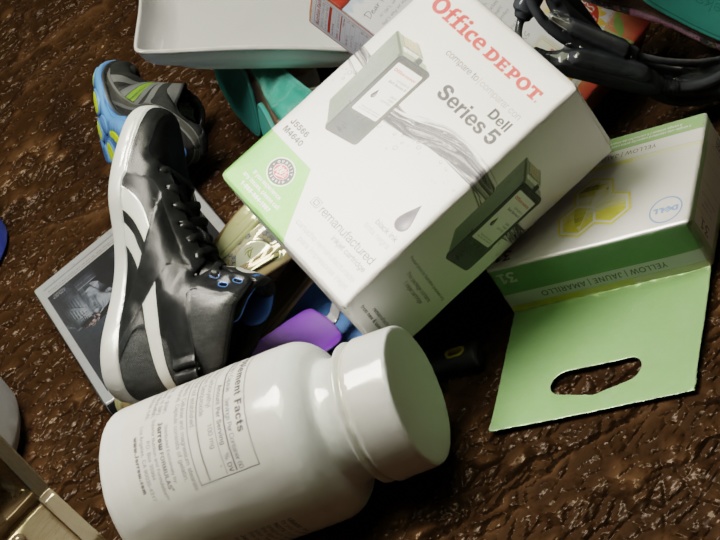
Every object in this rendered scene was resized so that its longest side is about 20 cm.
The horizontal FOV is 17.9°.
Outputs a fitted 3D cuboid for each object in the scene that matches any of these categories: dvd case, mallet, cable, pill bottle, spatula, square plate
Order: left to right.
[{"bbox_3d":[-0.155,0.016,1.695,0.150,0.025,0.200,-39,33,-3],"label":"dvd case"},{"bbox_3d":[-0.078,-0.200,1.795,0.196,0.029,0.200,-1,27,-4],"label":"square plate"},{"bbox_3d":[-0.051,0.108,1.409,0.199,0.115,0.115,-22,36,21],"label":"pill bottle"},{"bbox_3d":[-0.012,0.070,1.496,0.199,0.041,0.066,-19,35,16],"label":"mallet"},{"bbox_3d":[0.000,0.000,1.514,0.200,0.021,0.056,-48,37,-3],"label":"spatula"},{"bbox_3d":[0.202,-0.193,1.485,0.051,0.198,0.165,-162,83,-84],"label":"cable"}]

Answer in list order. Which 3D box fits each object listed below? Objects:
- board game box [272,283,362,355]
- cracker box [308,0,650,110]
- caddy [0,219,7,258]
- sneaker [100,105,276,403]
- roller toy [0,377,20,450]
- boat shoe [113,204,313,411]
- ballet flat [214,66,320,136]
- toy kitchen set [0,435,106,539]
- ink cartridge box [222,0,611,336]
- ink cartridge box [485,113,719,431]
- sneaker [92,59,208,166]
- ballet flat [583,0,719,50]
[{"bbox_3d":[0.002,-0.026,1.582,0.158,0.039,0.201,-36,49,17],"label":"board game box"},{"bbox_3d":[0.081,-0.172,1.575,0.200,0.058,0.134,38,72,10],"label":"cracker box"},{"bbox_3d":[-0.381,-0.012,1.857,0.140,0.105,0.201,-7,44,36],"label":"caddy"},{"bbox_3d":[-0.105,-0.013,1.501,0.111,0.073,0.202,-4,76,25],"label":"sneaker"},{"bbox_3d":[-0.354,0.113,1.653,0.199,0.140,0.183,-26,34,16],"label":"roller toy"},{"bbox_3d":[-0.094,0.035,1.550,0.201,0.073,0.063,-54,47,13],"label":"boat shoe"},{"bbox_3d":[-0.056,-0.129,1.759,0.070,0.068,0.200,-16,31,-13],"label":"ballet flat"},{"bbox_3d":[-0.225,0.205,1.388,0.163,0.181,0.200,-47,33,-13],"label":"toy kitchen set"},{"bbox_3d":[0.036,-0.069,1.452,0.200,0.084,0.146,-43,55,-2],"label":"ink cartridge box"},{"bbox_3d":[0.149,0.000,1.422,0.145,0.048,0.201,-14,38,30],"label":"ink cartridge box"},{"bbox_3d":[-0.169,-0.120,1.846,0.082,0.071,0.200,-12,24,-14],"label":"sneaker"},{"bbox_3d":[0.182,-0.208,1.537,0.071,0.199,0.070,-104,39,-71],"label":"ballet flat"}]
